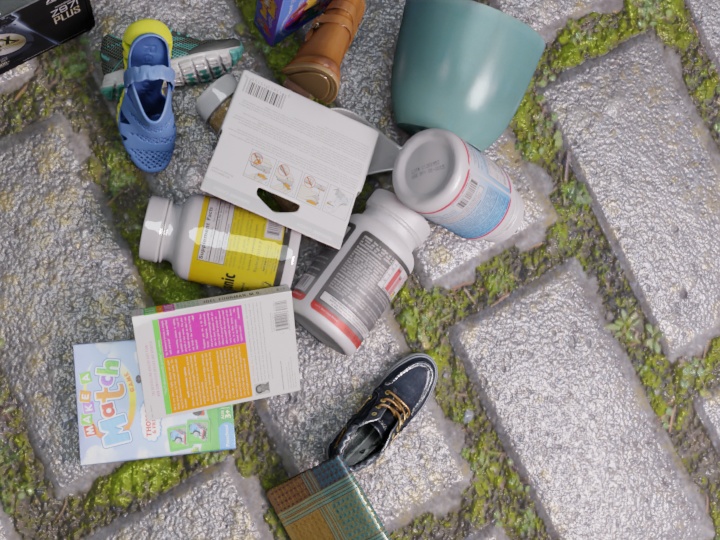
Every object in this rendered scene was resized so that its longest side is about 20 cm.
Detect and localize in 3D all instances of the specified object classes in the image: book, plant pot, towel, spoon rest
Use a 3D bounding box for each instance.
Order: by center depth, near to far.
[{"bbox_3d":[-0.178,0.100,1.217,0.196,0.048,0.136,-8,109,-13],"label":"book"},{"bbox_3d":[-0.024,0.345,1.247,0.146,0.022,0.202,-31,88,32],"label":"towel"},{"bbox_3d":[0.129,-0.252,1.308,0.197,0.201,0.164,18,91,-8],"label":"plant pot"},{"bbox_3d":[0.015,-0.159,1.337,0.196,0.061,0.101,16,81,-9],"label":"spoon rest"}]

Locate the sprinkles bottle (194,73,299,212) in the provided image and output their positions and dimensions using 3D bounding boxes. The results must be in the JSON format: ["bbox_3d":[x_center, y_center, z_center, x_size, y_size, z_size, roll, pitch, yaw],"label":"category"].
[{"bbox_3d":[-0.134,-0.165,1.306,0.068,0.068,0.201,-41,93,-12],"label":"sprinkles bottle"}]

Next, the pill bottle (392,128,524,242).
[{"bbox_3d":[0.136,-0.103,1.285,0.199,0.107,0.111,24,76,-51],"label":"pill bottle"}]

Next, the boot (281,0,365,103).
[{"bbox_3d":[-0.034,-0.298,1.272,0.076,0.200,0.157,32,87,-8],"label":"boot"}]

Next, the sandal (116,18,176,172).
[{"bbox_3d":[-0.269,-0.207,1.234,0.078,0.203,0.088,-8,41,-15],"label":"sandal"}]

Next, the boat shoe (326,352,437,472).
[{"bbox_3d":[0.038,0.190,1.285,0.071,0.091,0.200,44,78,-3],"label":"boat shoe"}]

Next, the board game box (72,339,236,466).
[{"bbox_3d":[-0.265,0.163,1.259,0.196,0.037,0.155,-5,85,-10],"label":"board game box"}]

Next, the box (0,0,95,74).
[{"bbox_3d":[-0.443,-0.326,1.218,0.198,0.164,0.087,-31,89,-13],"label":"box"}]

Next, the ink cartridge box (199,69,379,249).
[{"bbox_3d":[-0.091,-0.137,1.253,0.197,0.044,0.176,23,72,-12],"label":"ink cartridge box"}]

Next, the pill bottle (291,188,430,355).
[{"bbox_3d":[0.000,0.000,1.287,0.115,0.116,0.201,38,79,-4],"label":"pill bottle"}]

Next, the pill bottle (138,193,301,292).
[{"bbox_3d":[-0.180,-0.036,1.261,0.196,0.111,0.114,13,81,-8],"label":"pill bottle"}]

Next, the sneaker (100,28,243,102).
[{"bbox_3d":[-0.255,-0.293,1.297,0.196,0.078,0.093,-15,82,-13],"label":"sneaker"}]

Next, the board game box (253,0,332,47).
[{"bbox_3d":[-0.069,-0.380,1.275,0.134,0.200,0.045,-38,90,-13],"label":"board game box"}]
